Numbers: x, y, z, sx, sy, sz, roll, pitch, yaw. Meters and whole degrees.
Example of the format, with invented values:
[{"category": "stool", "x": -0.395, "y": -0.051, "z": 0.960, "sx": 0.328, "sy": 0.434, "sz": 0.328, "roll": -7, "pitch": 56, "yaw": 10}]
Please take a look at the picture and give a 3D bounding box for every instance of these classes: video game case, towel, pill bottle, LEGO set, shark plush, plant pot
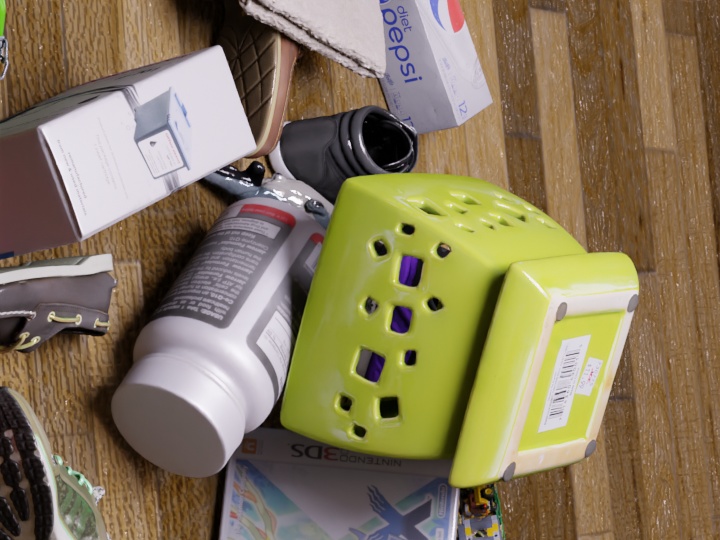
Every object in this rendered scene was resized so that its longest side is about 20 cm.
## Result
[{"category": "video game case", "x": -0.019, "y": 0.224, "z": 1.761, "sx": 0.022, "sy": 0.181, "sz": 0.201, "roll": 90, "pitch": 5, "yaw": -73}, {"category": "towel", "x": -0.042, "y": -0.237, "z": 1.818, "sx": 0.200, "sy": 0.034, "sz": 0.133, "roll": 25, "pitch": 55, "yaw": -56}, {"category": "pill bottle", "x": -0.099, "y": 0.050, "z": 1.723, "sx": 0.114, "sy": 0.113, "sz": 0.200, "roll": 57, "pitch": 44, "yaw": -28}, {"category": "LEGO set", "x": 0.058, "y": 0.218, "z": 1.884, "sx": 0.200, "sy": 0.115, "sz": 0.155, "roll": 76, "pitch": 7, "yaw": -62}, {"category": "shark plush", "x": -0.055, "y": -0.025, "z": 1.837, "sx": 0.083, "sy": 0.091, "sz": 0.200, "roll": -53, "pitch": 135, "yaw": -5}, {"category": "plant pot", "x": 0.084, "y": 0.050, "z": 1.718, "sx": 0.199, "sy": 0.181, "sz": 0.201, "roll": -4, "pitch": 113, "yaw": -56}]

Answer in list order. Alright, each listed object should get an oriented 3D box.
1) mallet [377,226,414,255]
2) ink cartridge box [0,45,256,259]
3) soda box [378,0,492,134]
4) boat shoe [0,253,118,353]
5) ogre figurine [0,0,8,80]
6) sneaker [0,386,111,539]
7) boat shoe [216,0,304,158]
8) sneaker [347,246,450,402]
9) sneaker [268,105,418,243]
[{"category": "mallet", "x": 0.000, "y": 0.000, "z": 1.826, "sx": 0.066, "sy": 0.200, "sz": 0.041, "roll": 23, "pitch": 22, "yaw": -34}, {"category": "ink cartridge box", "x": -0.192, "y": -0.078, "z": 1.603, "sx": 0.200, "sy": 0.146, "sz": 0.086, "roll": -34, "pitch": 108, "yaw": -49}, {"category": "soda box", "x": 0.043, "y": -0.220, "z": 1.992, "sx": 0.063, "sy": 0.068, "sz": 0.201, "roll": -36, "pitch": 111, "yaw": -49}, {"category": "boat shoe", "x": -0.228, "y": 0.026, "z": 1.582, "sx": 0.201, "sy": 0.071, "sz": 0.061, "roll": -12, "pitch": 97, "yaw": -64}, {"category": "ogre figurine", "x": -0.302, "y": -0.200, "z": 1.537, "sx": 0.199, "sy": 0.098, "sz": 0.121, "roll": 22, "pitch": 84, "yaw": -32}, {"category": "sneaker", "x": -0.215, "y": 0.163, "z": 1.605, "sx": 0.089, "sy": 0.076, "sz": 0.201, "roll": -54, "pitch": 130, "yaw": -58}, {"category": "boat shoe", "x": -0.072, "y": -0.183, "z": 1.835, "sx": 0.067, "sy": 0.072, "sz": 0.201, "roll": 19, "pitch": 66, "yaw": -46}, {"category": "sneaker", "x": 0.052, "y": 0.072, "z": 1.918, "sx": 0.069, "sy": 0.099, "sz": 0.201, "roll": 18, "pitch": 72, "yaw": -48}, {"category": "sneaker", "x": 0.021, "y": -0.075, "z": 1.912, "sx": 0.200, "sy": 0.099, "sz": 0.071, "roll": 30, "pitch": 59, "yaw": -47}]
